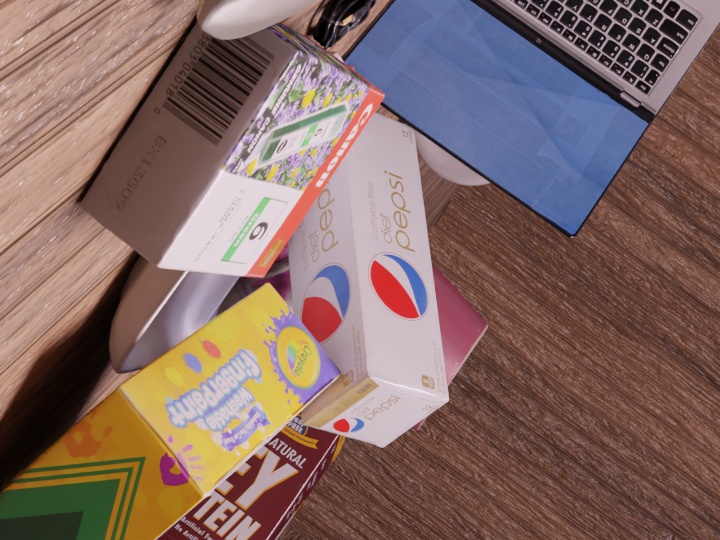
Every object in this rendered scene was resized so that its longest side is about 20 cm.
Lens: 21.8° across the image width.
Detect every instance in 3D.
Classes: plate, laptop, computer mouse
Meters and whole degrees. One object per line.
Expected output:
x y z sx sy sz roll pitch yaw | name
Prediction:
-0.071 -0.036 1.042 0.200 0.032 0.200 -56 176 3 | plate
0.123 -0.165 1.193 0.201 0.187 0.116 -56 176 20 | laptop
0.026 -0.172 1.084 0.200 0.034 0.059 -51 175 -48 | computer mouse

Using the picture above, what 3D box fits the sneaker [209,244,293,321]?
-0.060 0.022 1.246 0.082 0.088 0.200 -57 176 31 | sneaker

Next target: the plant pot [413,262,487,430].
0.020 0.055 1.854 0.201 0.178 0.200 -54 175 -7 | plant pot

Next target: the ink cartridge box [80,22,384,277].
-0.044 -0.054 0.860 0.109 0.050 0.200 -56 165 7 | ink cartridge box

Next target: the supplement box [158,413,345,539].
-0.116 0.161 1.399 0.201 0.132 0.197 -54 176 -12 | supplement box

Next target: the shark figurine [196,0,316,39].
0.024 -0.167 0.740 0.215 0.089 0.128 -54 178 5 | shark figurine

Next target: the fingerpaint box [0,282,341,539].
-0.119 0.104 1.007 0.167 0.074 0.200 -41 179 24 | fingerpaint box

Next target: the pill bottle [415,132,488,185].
0.123 -0.158 1.791 0.116 0.115 0.200 -57 176 22 | pill bottle

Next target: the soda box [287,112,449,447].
0.000 0.000 1.133 0.068 0.063 0.202 -38 -134 40 | soda box
